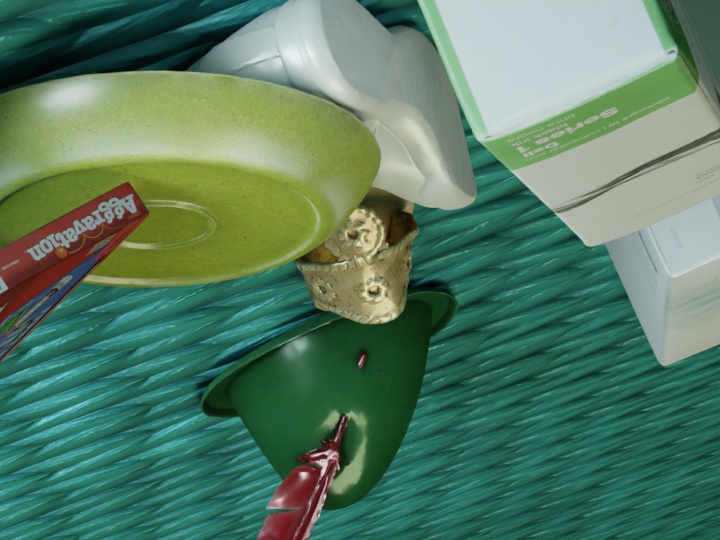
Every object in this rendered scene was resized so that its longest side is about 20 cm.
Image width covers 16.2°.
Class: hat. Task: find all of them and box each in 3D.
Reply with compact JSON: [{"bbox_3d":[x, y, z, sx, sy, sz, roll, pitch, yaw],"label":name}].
[{"bbox_3d":[0.000,0.132,1.562,0.200,0.177,0.166,-29,162,19],"label":"hat"}]

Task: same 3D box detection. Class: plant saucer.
[{"bbox_3d":[-0.090,-0.032,1.097,0.199,0.031,0.200,-3,160,-1],"label":"plant saucer"}]

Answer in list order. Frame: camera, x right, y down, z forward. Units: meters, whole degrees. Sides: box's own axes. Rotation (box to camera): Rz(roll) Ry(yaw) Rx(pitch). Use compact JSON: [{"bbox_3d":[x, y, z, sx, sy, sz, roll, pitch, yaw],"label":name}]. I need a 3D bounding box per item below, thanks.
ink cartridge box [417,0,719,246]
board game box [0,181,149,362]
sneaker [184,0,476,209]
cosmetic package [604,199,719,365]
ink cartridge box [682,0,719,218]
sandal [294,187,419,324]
[{"bbox_3d":[0.081,-0.104,1.003,0.084,0.147,0.200,-24,163,10],"label":"ink cartridge box"},{"bbox_3d":[-0.172,0.031,1.081,0.103,0.019,0.200,-30,174,-39],"label":"board game box"},{"bbox_3d":[-0.014,-0.071,1.140,0.088,0.076,0.200,-19,157,19],"label":"sneaker"},{"bbox_3d":[0.234,-0.057,1.389,0.199,0.123,0.200,-22,164,0],"label":"cosmetic package"},{"bbox_3d":[0.249,-0.109,1.207,0.199,0.145,0.145,-23,164,-1],"label":"ink cartridge box"},{"bbox_3d":[0.005,-0.002,1.349,0.077,0.070,0.212,-21,163,-7],"label":"sandal"}]
